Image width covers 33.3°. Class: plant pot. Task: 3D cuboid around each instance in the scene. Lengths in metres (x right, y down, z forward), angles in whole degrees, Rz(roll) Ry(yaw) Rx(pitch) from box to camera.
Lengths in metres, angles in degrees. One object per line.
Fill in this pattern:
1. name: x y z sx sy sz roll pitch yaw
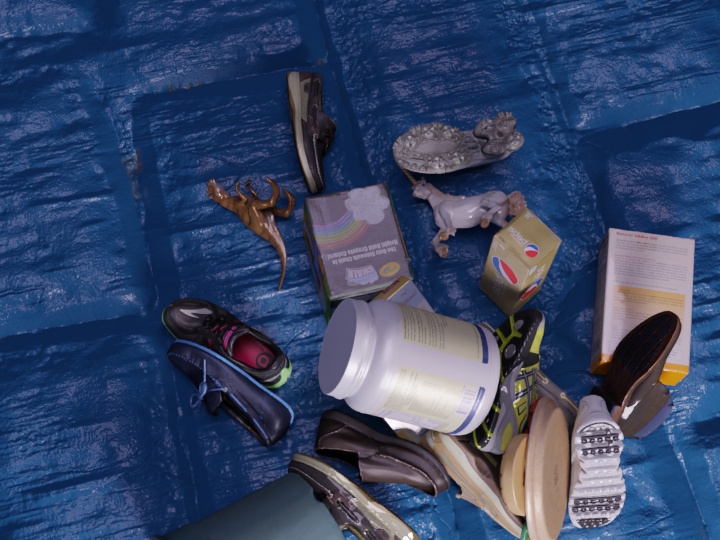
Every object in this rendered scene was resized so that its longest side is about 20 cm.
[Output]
1. plant pot: -0.128 0.369 1.518 0.195 0.201 0.201 -30 73 -20

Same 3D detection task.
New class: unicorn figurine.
1. unicorn figurine: 0.143 -0.084 1.733 0.198 0.074 0.138 3 39 6

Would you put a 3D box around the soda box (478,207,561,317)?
1. soda box: 0.216 -0.007 1.654 0.064 0.200 0.068 -41 75 -15

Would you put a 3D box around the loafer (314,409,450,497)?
1. loafer: 0.024 0.260 1.616 0.199 0.073 0.072 22 58 17

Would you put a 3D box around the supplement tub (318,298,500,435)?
1. supplement tub: 0.060 0.119 1.522 0.199 0.145 0.146 16 68 -19

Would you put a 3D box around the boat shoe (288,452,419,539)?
1. boat shoe: -0.018 0.318 1.588 0.200 0.072 0.066 34 71 6

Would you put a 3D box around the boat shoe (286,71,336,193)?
1. boat shoe: -0.068 -0.212 1.791 0.065 0.072 0.202 -11 66 0

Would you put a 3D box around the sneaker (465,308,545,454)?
1. sneaker: 0.203 0.148 1.605 0.076 0.075 0.201 26 82 -30

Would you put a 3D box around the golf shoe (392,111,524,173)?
1. golf shoe: 0.138 -0.171 1.766 0.198 0.097 0.079 -8 74 -14

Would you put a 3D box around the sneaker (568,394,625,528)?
1. sneaker: 0.308 0.254 1.586 0.074 0.201 0.081 -1 32 0

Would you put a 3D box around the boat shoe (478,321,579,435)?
1. boat shoe: 0.228 0.147 1.668 0.060 0.072 0.202 -38 81 -15

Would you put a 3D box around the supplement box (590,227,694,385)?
1. supplement box: 0.399 0.051 1.706 0.125 0.074 0.202 8 71 1

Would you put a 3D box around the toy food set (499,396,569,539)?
1. toy food set: 0.227 0.262 1.540 0.048 0.199 0.201 0 36 21

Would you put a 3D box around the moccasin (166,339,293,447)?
1. moccasin: -0.186 0.166 1.640 0.199 0.081 0.068 30 65 10

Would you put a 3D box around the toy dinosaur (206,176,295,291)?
1. toy dinosaur: -0.139 -0.072 1.755 0.200 0.060 0.106 45 99 19

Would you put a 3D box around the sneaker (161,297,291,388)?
1. sneaker: -0.182 0.089 1.668 0.199 0.084 0.077 25 69 8

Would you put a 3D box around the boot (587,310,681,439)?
1. boot: 0.386 0.145 1.623 0.096 0.201 0.075 19 25 -32

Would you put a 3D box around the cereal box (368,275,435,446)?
1. cereal box: 0.063 0.127 1.624 0.144 0.040 0.201 -39 109 -7

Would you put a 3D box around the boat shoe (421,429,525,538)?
1. boat shoe: 0.160 0.285 1.620 0.200 0.076 0.072 51 32 1

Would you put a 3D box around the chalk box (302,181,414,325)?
1. chalk box: 0.000 0.000 1.688 0.123 0.124 0.202 -12 71 -8
